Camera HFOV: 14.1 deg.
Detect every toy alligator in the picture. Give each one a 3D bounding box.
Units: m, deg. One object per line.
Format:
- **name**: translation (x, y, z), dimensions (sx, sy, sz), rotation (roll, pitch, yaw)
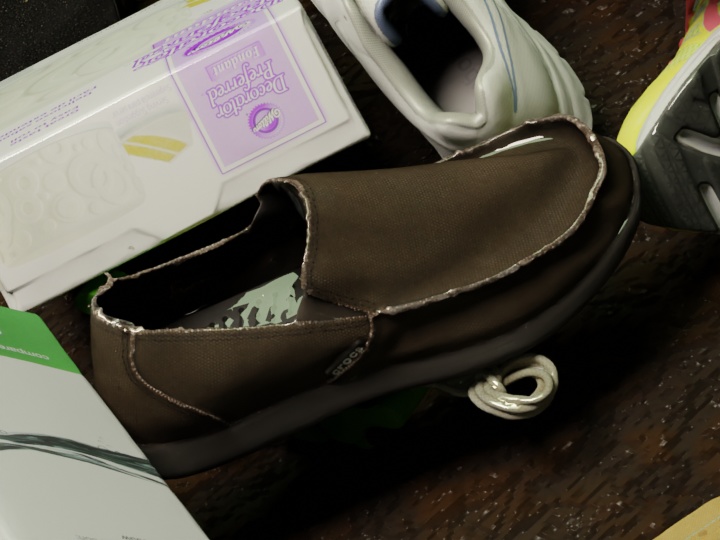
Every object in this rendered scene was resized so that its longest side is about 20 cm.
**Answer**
- **toy alligator**: translation (-0.014, 0.039, 1.011), dimensions (0.200, 0.054, 0.059), rotation (12, 51, 32)

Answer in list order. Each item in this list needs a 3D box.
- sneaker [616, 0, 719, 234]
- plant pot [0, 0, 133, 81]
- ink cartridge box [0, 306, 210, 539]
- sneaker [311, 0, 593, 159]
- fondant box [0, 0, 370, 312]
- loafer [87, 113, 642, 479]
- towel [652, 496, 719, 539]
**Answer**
- **sneaker**: translation (0.146, -0.080, 1.047), dimensions (0.090, 0.078, 0.200), rotation (5, 39, 48)
- **plant pot**: translation (-0.198, -0.187, 1.318), dimensions (0.177, 0.200, 0.200), rotation (-7, 37, 10)
- **ink cartridge box**: translation (-0.125, 0.112, 0.902), dimensions (0.200, 0.083, 0.147), rotation (43, 114, 54)
- **sneaker**: translation (0.011, -0.114, 1.087), dimensions (0.075, 0.087, 0.200), rotation (-43, 68, 7)
- **fondant box**: translation (-0.082, -0.058, 1.122), dimensions (0.144, 0.058, 0.200), rotation (-27, 14, 0)
- **loafer**: translation (0.000, 0.000, 0.951), dimensions (0.200, 0.071, 0.073), rotation (-28, 42, -6)
- **towel**: translation (0.122, 0.117, 0.845), dimensions (0.200, 0.022, 0.147), rotation (-32, 35, -10)
